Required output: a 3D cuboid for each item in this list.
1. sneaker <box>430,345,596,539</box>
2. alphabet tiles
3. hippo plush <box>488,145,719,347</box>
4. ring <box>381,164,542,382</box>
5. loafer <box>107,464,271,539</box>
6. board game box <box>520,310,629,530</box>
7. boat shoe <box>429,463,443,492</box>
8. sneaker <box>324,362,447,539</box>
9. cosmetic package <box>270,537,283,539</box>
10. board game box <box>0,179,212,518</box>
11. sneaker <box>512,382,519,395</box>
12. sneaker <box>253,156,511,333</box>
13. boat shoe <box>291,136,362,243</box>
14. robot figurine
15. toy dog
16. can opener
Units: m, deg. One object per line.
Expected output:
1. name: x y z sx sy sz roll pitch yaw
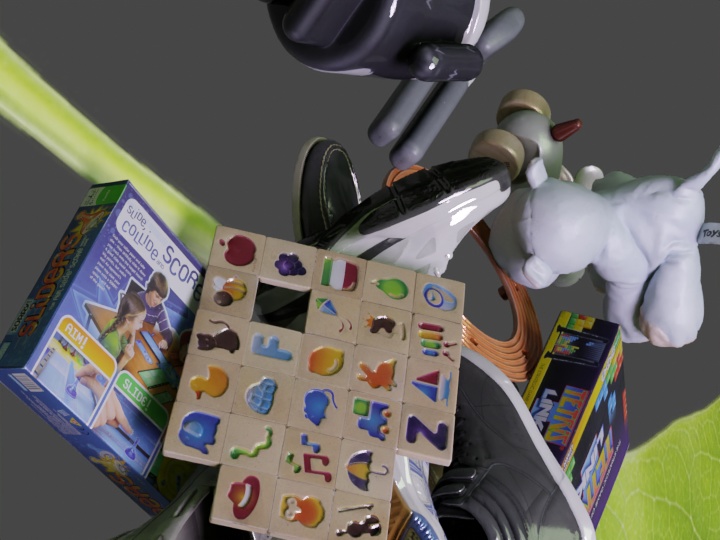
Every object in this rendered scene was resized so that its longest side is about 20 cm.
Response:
1. sneaker: 0.072 0.131 0.885 0.098 0.071 0.201 -9 52 -38
2. alphabet tiles: -0.023 0.069 0.756 0.008 0.165 0.202 111 -9 -51
3. hippo plush: 0.194 -0.011 1.040 0.159 0.200 0.162 -4 85 -21
4. ring: 0.080 0.003 1.025 0.200 0.019 0.202 40 31 -29
5. loafer: -0.082 0.152 0.735 0.200 0.069 0.071 -36 113 -51
6. board game box: 0.159 0.163 1.027 0.201 0.056 0.166 -59 148 -33
7. boat shoe: 0.049 0.197 0.977 0.065 0.071 0.202 -53 133 -44
8. sneaker: 0.025 0.143 0.823 0.088 0.074 0.202 -37 114 -61
9. cosmetic package: -0.019 0.247 0.872 0.105 0.070 0.202 -46 122 -47
10. board game box: -0.122 0.063 0.778 0.201 0.034 0.136 54 46 -38
11. sneaker: 0.095 0.130 1.052 0.200 0.075 0.082 49 58 -39
12. sneaker: 0.028 0.010 0.876 0.116 0.199 0.076 60 3 -18
13. boat shoe: 0.000 0.000 0.933 0.072 0.062 0.203 -16 99 -54
14. robot figurine: 0.013 -0.203 0.921 0.199 0.124 0.152 -6 91 -54
15. toy dog: 0.181 -0.078 1.168 0.200 0.095 0.133 41 55 -44
16. can opener: 0.070 -0.163 1.052 0.053 0.066 0.201 45 52 -12
